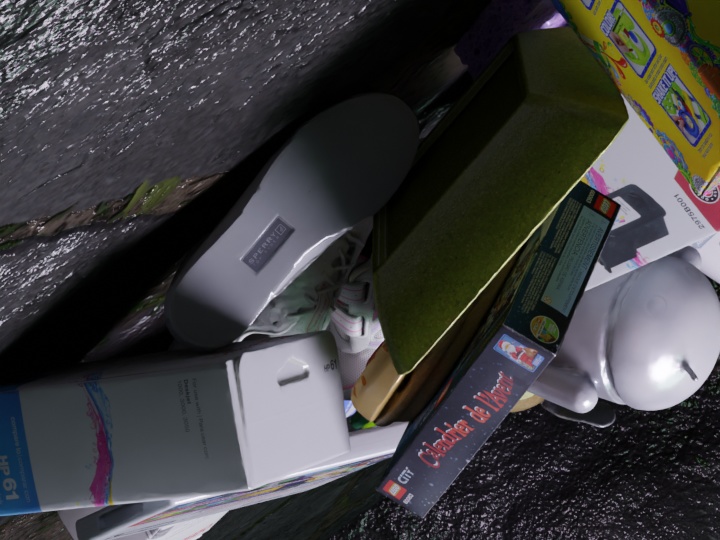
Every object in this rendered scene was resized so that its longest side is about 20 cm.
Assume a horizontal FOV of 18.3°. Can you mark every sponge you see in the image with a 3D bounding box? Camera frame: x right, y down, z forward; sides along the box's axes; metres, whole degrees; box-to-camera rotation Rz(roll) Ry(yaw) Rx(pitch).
[{"bbox_3d":[0.156,-0.192,1.434,0.200,0.030,0.112,-28,167,-36],"label":"sponge"}]

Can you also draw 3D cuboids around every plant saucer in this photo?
[{"bbox_3d":[0.068,-0.057,1.326,0.200,0.048,0.200,-50,-167,17],"label":"plant saucer"}]

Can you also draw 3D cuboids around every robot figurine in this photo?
[{"bbox_3d":[0.180,0.035,1.630,0.170,0.200,0.113,-50,137,-27],"label":"robot figurine"}]

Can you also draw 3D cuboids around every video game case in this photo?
[{"bbox_3d":[-0.083,0.151,1.594,0.199,0.023,0.182,-11,170,-30],"label":"video game case"}]

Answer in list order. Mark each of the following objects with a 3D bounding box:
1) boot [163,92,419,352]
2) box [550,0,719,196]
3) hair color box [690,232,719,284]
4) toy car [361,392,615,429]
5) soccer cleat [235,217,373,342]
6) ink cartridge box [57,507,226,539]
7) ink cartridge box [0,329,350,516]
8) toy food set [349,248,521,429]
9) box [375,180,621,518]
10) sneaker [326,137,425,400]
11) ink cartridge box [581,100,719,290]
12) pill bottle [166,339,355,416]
[{"bbox_3d":[-0.049,-0.037,1.391,0.200,0.074,0.096,-43,-167,0],"label":"boot"},{"bbox_3d":[0.216,-0.185,1.212,0.200,0.193,0.122,-35,170,-11],"label":"box"},{"bbox_3d":[0.226,-0.085,1.660,0.099,0.200,0.061,-46,-158,33],"label":"hair color box"},{"bbox_3d":[0.115,0.057,1.773,0.199,0.165,0.158,15,150,-14],"label":"toy car"},{"bbox_3d":[-0.037,0.006,1.491,0.068,0.085,0.200,4,146,-40],"label":"soccer cleat"},{"bbox_3d":[-0.141,0.159,1.859,0.146,0.083,0.200,-23,163,-52],"label":"ink cartridge box"},{"bbox_3d":[-0.125,0.096,1.408,0.199,0.085,0.144,-10,-178,27],"label":"ink cartridge box"},{"bbox_3d":[0.051,0.017,1.450,0.200,0.049,0.198,-60,-177,-8],"label":"toy food set"},{"bbox_3d":[0.085,0.050,1.397,0.200,0.038,0.137,-57,-176,49],"label":"box"},{"bbox_3d":[0.000,0.000,1.566,0.088,0.081,0.201,-4,117,-46],"label":"sneaker"},{"bbox_3d":[0.175,-0.082,1.499,0.200,0.146,0.083,-28,-163,46],"label":"ink cartridge box"},{"bbox_3d":[-0.077,0.080,1.648,0.200,0.112,0.112,-24,164,-49],"label":"pill bottle"}]
